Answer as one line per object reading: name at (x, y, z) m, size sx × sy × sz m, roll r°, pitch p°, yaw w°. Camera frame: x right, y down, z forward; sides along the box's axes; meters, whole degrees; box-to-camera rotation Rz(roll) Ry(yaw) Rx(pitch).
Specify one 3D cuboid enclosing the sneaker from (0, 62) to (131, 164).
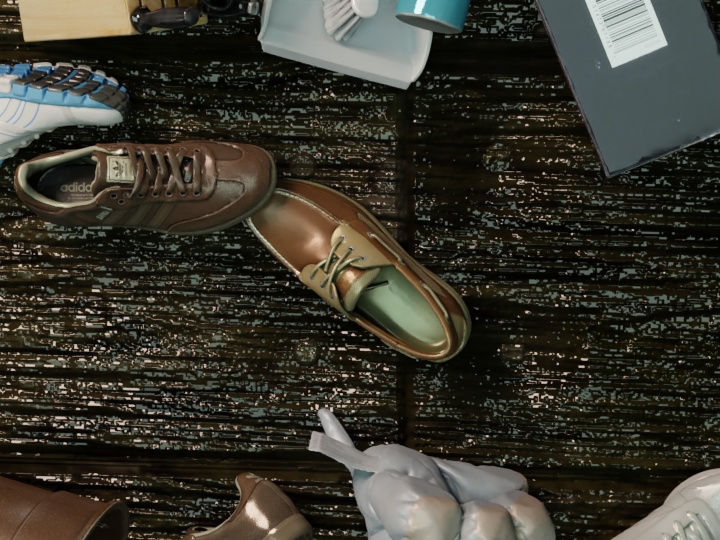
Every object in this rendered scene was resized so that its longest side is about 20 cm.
sneaker at (-0.271, -0.114, 1.326) m, size 0.199 × 0.075 × 0.087 m, roll 4°, pitch 109°, yaw 11°

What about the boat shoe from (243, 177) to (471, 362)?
boat shoe at (0.000, 0.000, 1.317) m, size 0.200 × 0.074 × 0.076 m, roll 34°, pitch 102°, yaw 0°

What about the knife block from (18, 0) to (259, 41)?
knife block at (-0.168, -0.202, 1.240) m, size 0.199 × 0.176 × 0.064 m, roll -6°, pitch 100°, yaw 6°

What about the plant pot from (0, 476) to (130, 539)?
plant pot at (-0.310, 0.236, 1.339) m, size 0.198 × 0.200 × 0.201 m, roll 21°, pitch 102°, yaw 7°

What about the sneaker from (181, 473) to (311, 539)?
sneaker at (-0.121, 0.248, 1.385) m, size 0.200 × 0.070 × 0.076 m, roll -47°, pitch 66°, yaw 15°

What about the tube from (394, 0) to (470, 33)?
tube at (0.073, -0.274, 1.250) m, size 0.077 × 0.050 × 0.201 m, roll 12°, pitch 88°, yaw 31°

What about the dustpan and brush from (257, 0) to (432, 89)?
dustpan and brush at (0.001, -0.248, 1.266) m, size 0.139 × 0.057 × 0.201 m, roll 11°, pitch 73°, yaw -30°

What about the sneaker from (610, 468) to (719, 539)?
sneaker at (0.236, 0.226, 1.333) m, size 0.200 × 0.100 × 0.075 m, roll -34°, pitch 95°, yaw 9°

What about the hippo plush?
hippo plush at (0.035, 0.227, 1.318) m, size 0.199 × 0.159 × 0.161 m, roll 17°, pitch 102°, yaw 0°

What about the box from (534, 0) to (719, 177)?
box at (0.179, -0.186, 1.212) m, size 0.104 × 0.182 × 0.200 m, roll -22°, pitch 99°, yaw 8°

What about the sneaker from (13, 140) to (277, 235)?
sneaker at (-0.165, -0.063, 1.302) m, size 0.199 × 0.076 × 0.071 m, roll -6°, pitch 81°, yaw 13°
